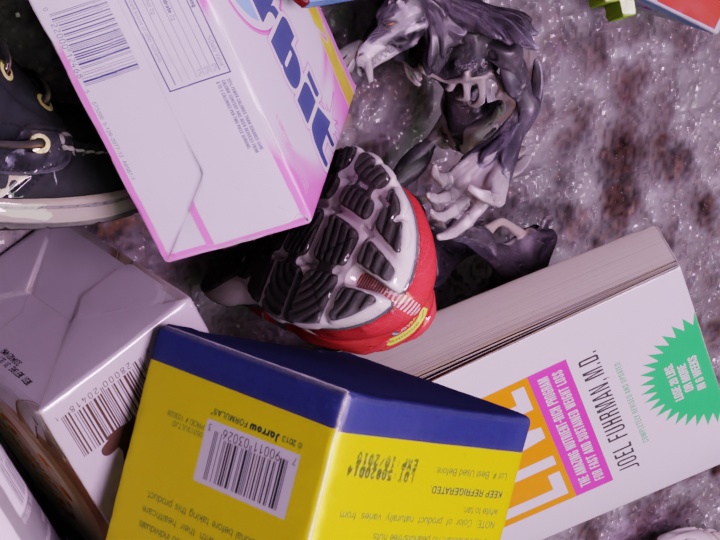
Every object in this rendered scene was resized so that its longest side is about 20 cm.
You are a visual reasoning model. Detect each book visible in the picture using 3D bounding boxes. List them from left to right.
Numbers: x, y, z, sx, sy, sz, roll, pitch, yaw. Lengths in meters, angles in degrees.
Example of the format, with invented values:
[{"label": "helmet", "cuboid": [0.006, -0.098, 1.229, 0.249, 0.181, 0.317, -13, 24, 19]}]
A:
[{"label": "book", "cuboid": [0.065, 0.074, 0.880, 0.199, 0.048, 0.134, -24, 129, 3]}]

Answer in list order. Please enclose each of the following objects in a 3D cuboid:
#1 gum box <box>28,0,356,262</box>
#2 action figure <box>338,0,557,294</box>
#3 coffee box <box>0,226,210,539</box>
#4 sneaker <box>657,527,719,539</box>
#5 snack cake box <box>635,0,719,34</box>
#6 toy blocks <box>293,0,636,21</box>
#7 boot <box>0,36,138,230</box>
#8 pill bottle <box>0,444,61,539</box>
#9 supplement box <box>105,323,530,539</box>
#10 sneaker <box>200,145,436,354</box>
[{"label": "gum box", "cuboid": [-0.075, -0.120, 0.724, 0.066, 0.114, 0.201, -15, 118, 19]}, {"label": "action figure", "cuboid": [0.029, -0.059, 0.848, 0.102, 0.119, 0.200, -44, 137, -29]}, {"label": "coffee box", "cuboid": [-0.092, 0.088, 0.827, 0.080, 0.114, 0.200, -38, 128, -18]}, {"label": "sneaker", "cuboid": [0.174, 0.247, 1.113, 0.085, 0.077, 0.201, -5, 103, -27]}, {"label": "snack cake box", "cuboid": [0.105, -0.197, 0.872, 0.200, 0.067, 0.115, 17, 98, -39]}, {"label": "toy blocks", "cuboid": [0.020, -0.186, 0.739, 0.136, 0.100, 0.201, -10, 94, -6]}, {"label": "boot", "cuboid": [-0.149, -0.096, 0.733, 0.203, 0.073, 0.154, -5, 110, -36]}, {"label": "pill bottle", "cuboid": [-0.159, 0.164, 0.787, 0.114, 0.114, 0.200, -35, 113, -18]}, {"label": "supplement box", "cuboid": [-0.030, 0.134, 0.736, 0.109, 0.109, 0.201, 12, 93, -47]}, {"label": "sneaker", "cuboid": [0.000, 0.000, 0.797, 0.085, 0.200, 0.077, 30, 84, -17]}]
